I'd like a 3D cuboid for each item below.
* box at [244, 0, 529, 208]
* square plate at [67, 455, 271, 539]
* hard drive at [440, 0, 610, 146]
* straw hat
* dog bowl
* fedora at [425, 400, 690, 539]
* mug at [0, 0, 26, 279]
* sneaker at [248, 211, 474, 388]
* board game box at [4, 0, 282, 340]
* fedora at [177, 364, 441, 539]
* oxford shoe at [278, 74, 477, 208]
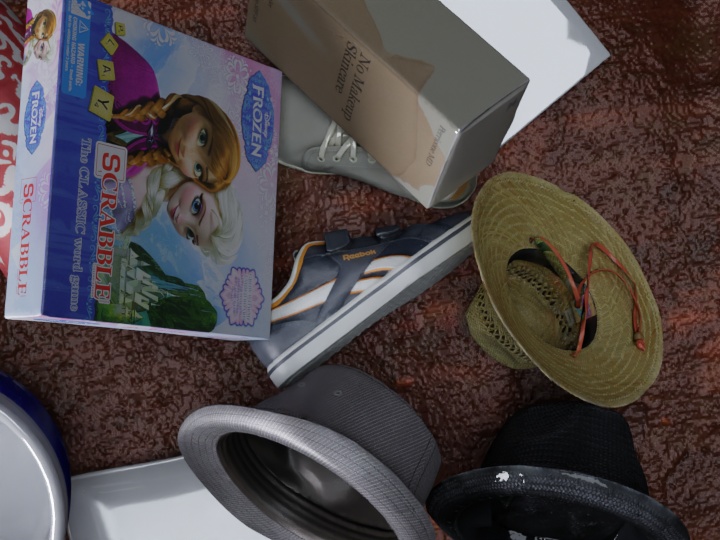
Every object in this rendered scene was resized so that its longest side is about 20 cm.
[{"bbox_3d":[0.014,-0.151,0.792,0.078,0.095,0.200,-36,70,-29],"label":"box"},{"bbox_3d":[-0.113,0.235,0.853,0.198,0.028,0.200,-12,91,-2],"label":"square plate"},{"bbox_3d":[0.080,-0.202,0.863,0.132,0.026,0.200,-39,91,-2],"label":"hard drive"},{"bbox_3d":[0.129,0.030,0.827,0.085,0.201,0.201,-36,92,40],"label":"straw hat"},{"bbox_3d":[-0.303,0.162,0.770,0.198,0.079,0.202,-2,99,-10],"label":"dog bowl"},{"bbox_3d":[0.143,0.152,0.802,0.199,0.201,0.092,17,60,-2],"label":"fedora"},{"bbox_3d":[-0.242,-0.104,0.821,0.200,0.177,0.133,51,124,3],"label":"mug"},{"bbox_3d":[0.000,0.000,0.834,0.199,0.078,0.080,-34,78,-9],"label":"sneaker"},{"bbox_3d":[-0.135,-0.059,0.744,0.041,0.199,0.202,-3,82,38],"label":"board game box"},{"bbox_3d":[-0.022,0.128,0.778,0.177,0.199,0.090,55,53,-27],"label":"fedora"},{"bbox_3d":[-0.003,-0.101,0.845,0.199,0.058,0.076,20,91,-1],"label":"oxford shoe"}]
